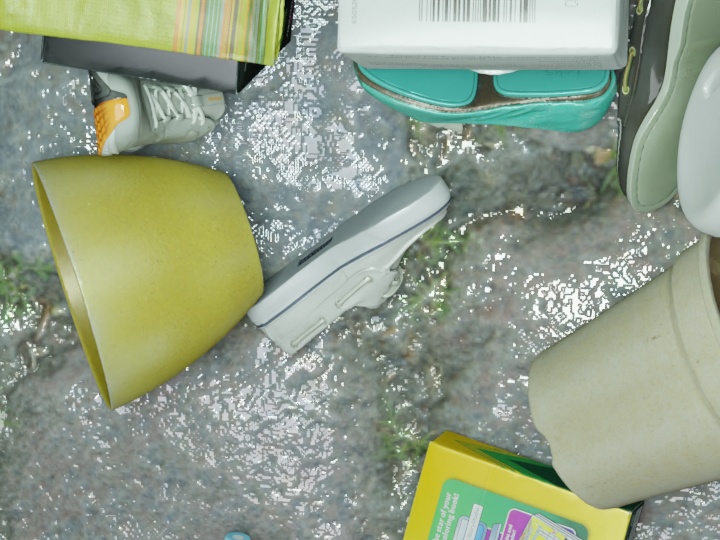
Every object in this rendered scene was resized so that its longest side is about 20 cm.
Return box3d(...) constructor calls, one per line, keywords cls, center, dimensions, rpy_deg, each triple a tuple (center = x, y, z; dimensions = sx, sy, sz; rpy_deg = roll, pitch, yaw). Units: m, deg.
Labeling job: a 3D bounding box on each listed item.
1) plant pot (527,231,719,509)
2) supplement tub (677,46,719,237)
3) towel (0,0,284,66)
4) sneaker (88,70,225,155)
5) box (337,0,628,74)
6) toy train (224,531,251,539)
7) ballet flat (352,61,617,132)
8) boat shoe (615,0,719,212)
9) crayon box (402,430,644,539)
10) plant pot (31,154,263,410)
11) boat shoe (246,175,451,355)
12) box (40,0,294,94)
box3d(cls="plant pot", center=(0.235, 0.087, 1.532), dimensions=(0.183, 0.200, 0.201), rpy_deg=(-27, 102, 28))
box3d(cls="supplement tub", center=(0.343, -0.082, 1.453), dimensions=(0.200, 0.145, 0.145), rpy_deg=(9, 110, -12))
box3d(cls="towel", center=(-0.149, -0.192, 1.371), dimensions=(0.200, 0.018, 0.086), rpy_deg=(8, 107, 7))
box3d(cls="sneaker", center=(-0.150, -0.127, 1.518), dimensions=(0.092, 0.200, 0.076), rpy_deg=(-5, 95, 2))
box3d(cls="box", center=(0.091, -0.245, 1.441), dimensions=(0.199, 0.131, 0.200), rpy_deg=(1, 90, 9))
box3d(cls="toy train", center=(-0.074, 0.317, 1.721), dimensions=(0.150, 0.056, 0.200), rpy_deg=(8, 106, 8))
box3d(cls="ballet flat", center=(0.094, -0.131, 1.537), dimensions=(0.200, 0.067, 0.070), rpy_deg=(3, 147, 7))
box3d(cls="boat shoe", center=(0.227, -0.142, 1.516), dimensions=(0.072, 0.061, 0.202), rpy_deg=(-8, 124, -34))
box3d(cls="crayon box", center=(0.116, 0.252, 1.635), dimensions=(0.172, 0.058, 0.200), rpy_deg=(19, 102, 17))
box3d(cls="plant pot", center=(-0.158, -0.009, 1.571), dimensions=(0.142, 0.200, 0.200), rpy_deg=(-18, 105, -11))
box3d(cls="boat shoe", center=(0.000, 0.000, 1.595), dimensions=(0.200, 0.072, 0.066), rpy_deg=(-36, 103, 19))
box3d(cls="box", center=(-0.131, -0.217, 1.476), dimensions=(0.148, 0.200, 0.125), rpy_deg=(10, 108, 7))
